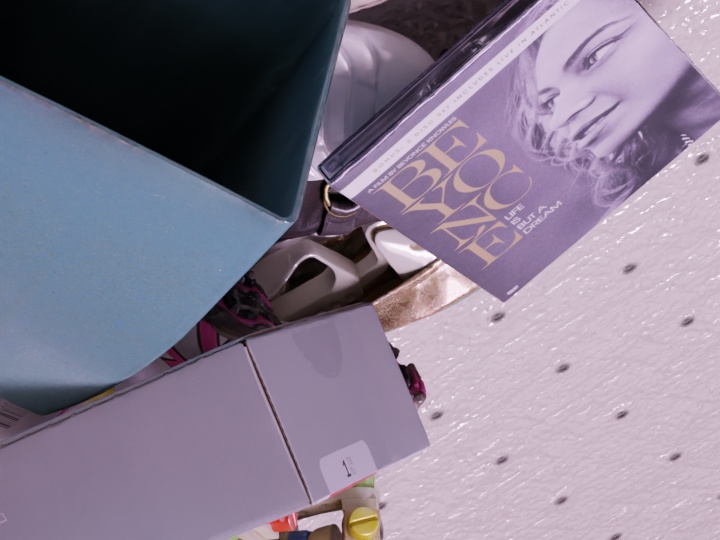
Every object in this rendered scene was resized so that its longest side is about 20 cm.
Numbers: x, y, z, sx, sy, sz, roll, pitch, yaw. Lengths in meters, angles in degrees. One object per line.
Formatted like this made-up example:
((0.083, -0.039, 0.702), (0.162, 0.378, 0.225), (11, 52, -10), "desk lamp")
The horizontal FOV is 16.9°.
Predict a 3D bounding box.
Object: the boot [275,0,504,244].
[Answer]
((0.023, -0.082, 1.147), (0.174, 0.069, 0.200), (0, 129, -18), "boot")

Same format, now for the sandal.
((-0.062, -0.080, 1.085), (0.202, 0.050, 0.083), (-7, 128, 10), "sandal")

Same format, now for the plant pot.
((-0.120, -0.040, 1.008), (0.141, 0.141, 0.200), (26, 135, -14), "plant pot")

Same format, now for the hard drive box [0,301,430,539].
((-0.091, 0.091, 1.086), (0.200, 0.077, 0.156), (-24, 176, 21), "hard drive box")

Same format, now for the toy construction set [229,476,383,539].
((-0.044, 0.132, 1.376), (0.131, 0.092, 0.200), (-6, 142, 15), "toy construction set")

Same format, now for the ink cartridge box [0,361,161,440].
((-0.169, 0.071, 1.227), (0.115, 0.068, 0.200), (-37, 145, 18), "ink cartridge box")

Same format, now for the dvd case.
((0.081, -0.061, 1.105), (0.149, 0.016, 0.200), (-41, 151, 10), "dvd case")

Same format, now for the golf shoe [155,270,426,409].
((-0.069, 0.046, 1.194), (0.200, 0.073, 0.092), (31, 109, -17), "golf shoe")

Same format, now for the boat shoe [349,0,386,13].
((0.026, -0.173, 1.030), (0.200, 0.075, 0.073), (-23, 120, 9), "boat shoe")

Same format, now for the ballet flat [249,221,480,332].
((0.000, 0.000, 1.246), (0.200, 0.071, 0.065), (-32, 138, 5), "ballet flat")
